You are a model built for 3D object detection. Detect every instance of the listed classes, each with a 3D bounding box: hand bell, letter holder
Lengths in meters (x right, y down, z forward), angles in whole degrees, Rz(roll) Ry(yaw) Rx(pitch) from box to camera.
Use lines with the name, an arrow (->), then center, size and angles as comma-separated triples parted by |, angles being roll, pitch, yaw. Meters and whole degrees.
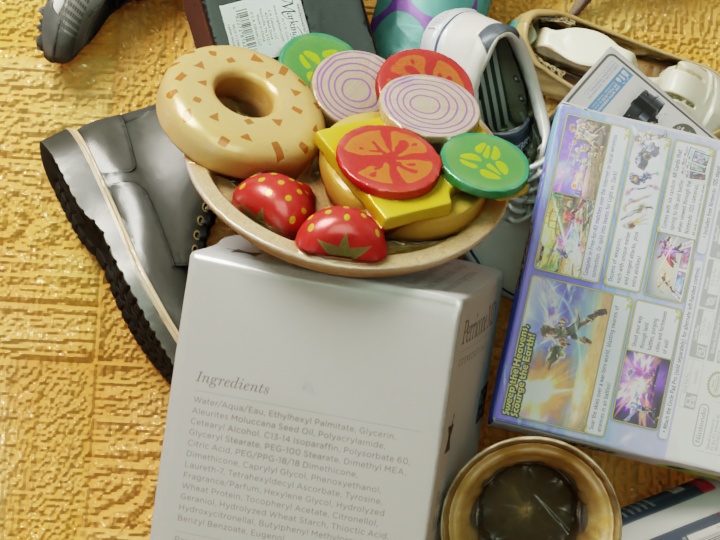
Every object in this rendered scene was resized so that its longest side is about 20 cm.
hand bell -> 0.098, 0.134, 1.377 | 0.103, 0.200, 0.105 | 0, 97, 1
letter holder -> -0.064, -0.174, 1.444 | 0.100, 0.142, 0.201 | -16, 90, -11

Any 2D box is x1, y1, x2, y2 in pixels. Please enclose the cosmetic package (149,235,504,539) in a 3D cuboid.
cosmetic package -> -0.018, 0.090, 1.344 | 0.164, 0.165, 0.202 | 10, 98, 11

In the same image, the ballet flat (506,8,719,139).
ballet flat -> 0.187, -0.122, 1.512 | 0.199, 0.063, 0.069 | 18, 76, -2

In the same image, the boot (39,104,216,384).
boot -> -0.102, -0.027, 1.454 | 0.138, 0.077, 0.201 | -27, 82, -16

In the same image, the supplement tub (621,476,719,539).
supplement tub -> 0.165, 0.221, 1.390 | 0.199, 0.140, 0.141 | -20, 80, -10

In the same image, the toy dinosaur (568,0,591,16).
toy dinosaur -> 0.202, -0.266, 1.540 | 0.135, 0.086, 0.201 | 15, 81, -10

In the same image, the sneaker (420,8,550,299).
sneaker -> 0.089, -0.067, 1.430 | 0.073, 0.071, 0.201 | -28, 115, -21

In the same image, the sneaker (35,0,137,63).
sneaker -> -0.139, -0.214, 1.494 | 0.090, 0.067, 0.201 | 28, 73, 3

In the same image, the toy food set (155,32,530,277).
toy food set -> -0.006, -0.071, 1.303 | 0.197, 0.049, 0.200 | -15, 46, -28

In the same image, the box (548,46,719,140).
box -> 0.203, -0.039, 1.464 | 0.200, 0.117, 0.060 | 41, 66, 3

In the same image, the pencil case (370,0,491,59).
pencil case -> 0.058, -0.190, 1.501 | 0.092, 0.085, 0.201 | 22, 75, -30

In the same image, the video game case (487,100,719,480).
video game case -> 0.185, 0.017, 1.371 | 0.180, 0.045, 0.201 | 14, 81, -1
